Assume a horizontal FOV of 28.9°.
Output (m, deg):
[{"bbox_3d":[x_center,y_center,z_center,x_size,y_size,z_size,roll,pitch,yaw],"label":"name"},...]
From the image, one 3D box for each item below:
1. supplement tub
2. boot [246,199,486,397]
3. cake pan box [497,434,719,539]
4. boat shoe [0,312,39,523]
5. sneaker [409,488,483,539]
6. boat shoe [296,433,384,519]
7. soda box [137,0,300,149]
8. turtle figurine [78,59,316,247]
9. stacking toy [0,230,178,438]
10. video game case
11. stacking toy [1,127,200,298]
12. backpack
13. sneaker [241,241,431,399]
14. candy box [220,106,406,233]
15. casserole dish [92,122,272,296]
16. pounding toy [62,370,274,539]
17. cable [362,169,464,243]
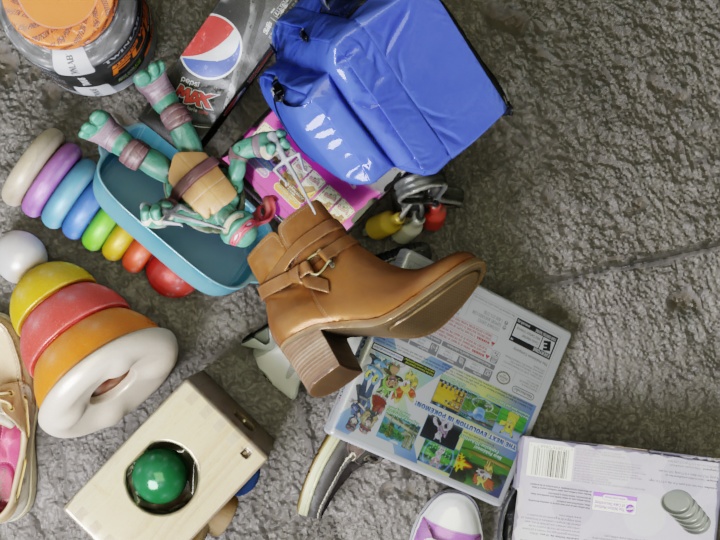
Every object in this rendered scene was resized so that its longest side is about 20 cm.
[{"bbox_3d":[-0.254,-0.231,1.259,0.122,0.200,0.123,0,89,-1],"label":"supplement tub"},{"bbox_3d":[0.000,0.000,1.244,0.200,0.077,0.156,-36,62,17],"label":"boot"},{"bbox_3d":[0.227,0.253,1.292,0.199,0.052,0.185,5,83,4],"label":"cake pan box"},{"bbox_3d":[-0.340,0.139,1.311,0.073,0.069,0.201,-7,89,-2],"label":"boat shoe"},{"bbox_3d":[0.072,0.306,1.296,0.072,0.114,0.201,14,87,0],"label":"sneaker"},{"bbox_3d":[0.007,0.151,1.318,0.065,0.073,0.200,29,88,5],"label":"boat shoe"},{"bbox_3d":[-0.120,-0.204,1.298,0.063,0.071,0.200,37,106,-2],"label":"soda box"},{"bbox_3d":[-0.145,-0.083,1.240,0.200,0.101,0.150,44,63,6],"label":"turtle figurine"},{"bbox_3d":[-0.277,0.042,1.307,0.146,0.146,0.200,-38,70,-2],"label":"stacking toy"},{"bbox_3d":[0.085,0.102,1.305,0.200,0.022,0.183,26,83,-25],"label":"video game case"},{"bbox_3d":[-0.234,-0.046,1.320,0.200,0.085,0.086,35,88,-6],"label":"stacking toy"},{"bbox_3d":[0.000,-0.173,1.196,0.168,0.200,0.163,-34,116,-5],"label":"backpack"},{"bbox_3d":[-0.006,0.049,1.326,0.200,0.074,0.089,-33,94,5],"label":"sneaker"},{"bbox_3d":[-0.017,-0.126,1.332,0.136,0.061,0.200,45,88,0],"label":"candy box"},{"bbox_3d":[-0.168,-0.052,1.303,0.200,0.121,0.039,40,130,-8],"label":"casserole dish"},{"bbox_3d":[-0.163,0.207,1.249,0.142,0.200,0.184,44,88,0],"label":"pounding toy"},{"bbox_3d":[0.062,-0.057,1.265,0.097,0.200,0.051,-9,88,-10],"label":"cable"}]
